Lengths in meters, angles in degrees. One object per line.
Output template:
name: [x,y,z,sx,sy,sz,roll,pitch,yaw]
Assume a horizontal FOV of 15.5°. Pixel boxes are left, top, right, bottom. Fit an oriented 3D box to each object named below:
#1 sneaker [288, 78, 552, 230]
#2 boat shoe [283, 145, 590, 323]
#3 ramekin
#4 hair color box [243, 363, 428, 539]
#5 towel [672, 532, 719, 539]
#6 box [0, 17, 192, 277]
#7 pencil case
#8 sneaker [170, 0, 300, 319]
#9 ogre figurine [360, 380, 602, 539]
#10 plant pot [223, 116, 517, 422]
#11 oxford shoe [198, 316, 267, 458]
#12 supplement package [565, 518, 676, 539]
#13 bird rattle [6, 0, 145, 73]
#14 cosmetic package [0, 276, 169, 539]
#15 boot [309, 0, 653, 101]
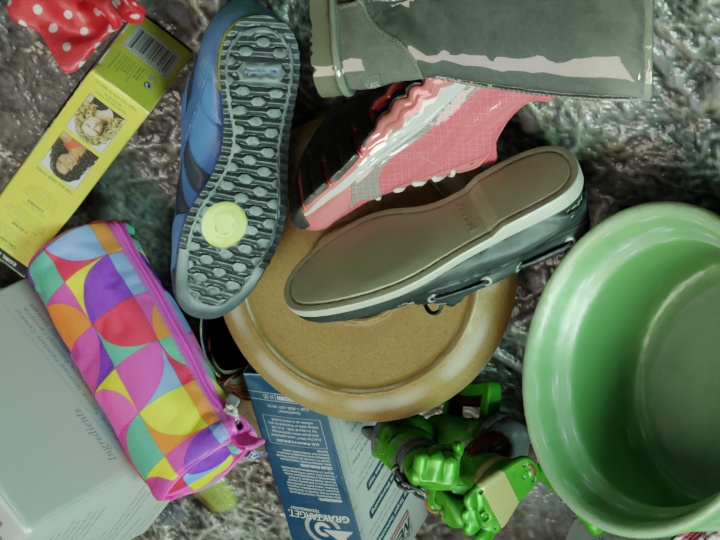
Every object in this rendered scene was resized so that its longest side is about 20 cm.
sneaker: [0.039,-0.078,1.623,0.087,0.074,0.200,38,116,-23]
boat shoe: [0.052,-0.007,1.634,0.199,0.075,0.066,-28,134,3]
ramekin: [0.203,0.064,1.597,0.097,0.201,0.200,10,153,-44]
hair color box: [-0.015,0.121,1.821,0.060,0.100,0.201,4,128,26]
towel: [0.304,0.142,1.678,0.146,0.030,0.200,10,143,-29]
box: [-0.188,-0.082,1.763,0.050,0.075,0.200,36,133,-6]
pencil case: [-0.142,0.058,1.767,0.200,0.088,0.088,56,137,16]
sneaker: [-0.085,-0.072,1.673,0.066,0.078,0.201,6,101,-23]
ogre figurine: [0.090,0.126,1.737,0.120,0.199,0.099,23,122,54]
plant pot: [0.000,0.000,1.691,0.199,0.027,0.201,1,97,11]
oxford shoe: [-0.085,0.062,1.826,0.070,0.075,0.201,9,131,20]
supplement package: [0.187,0.260,1.761,0.121,0.200,0.120,-20,116,37]
bird rattle: [-0.163,-0.229,1.637,0.200,0.113,0.163,-22,104,53]
cosmetic package: [-0.235,0.120,1.836,0.167,0.200,0.167,51,135,12]
boot: [0.071,-0.182,1.532,0.199,0.073,0.183,-4,88,14]
